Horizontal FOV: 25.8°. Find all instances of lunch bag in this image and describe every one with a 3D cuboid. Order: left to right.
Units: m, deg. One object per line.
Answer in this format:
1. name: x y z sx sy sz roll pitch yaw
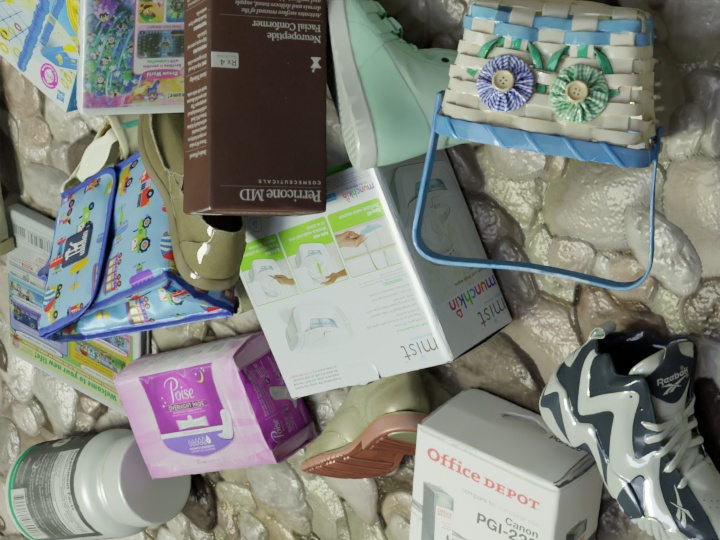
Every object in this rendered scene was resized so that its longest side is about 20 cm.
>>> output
1. lunch bag: -0.213 -0.020 1.427 0.199 0.094 0.151 -17 59 32

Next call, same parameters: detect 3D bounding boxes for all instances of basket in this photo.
1. basket: 0.129 -0.093 1.120 0.175 0.139 0.201 7 108 13

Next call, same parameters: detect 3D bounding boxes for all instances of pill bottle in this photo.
1. pill bottle: -0.277 0.228 1.659 0.199 0.113 0.114 -13 101 43

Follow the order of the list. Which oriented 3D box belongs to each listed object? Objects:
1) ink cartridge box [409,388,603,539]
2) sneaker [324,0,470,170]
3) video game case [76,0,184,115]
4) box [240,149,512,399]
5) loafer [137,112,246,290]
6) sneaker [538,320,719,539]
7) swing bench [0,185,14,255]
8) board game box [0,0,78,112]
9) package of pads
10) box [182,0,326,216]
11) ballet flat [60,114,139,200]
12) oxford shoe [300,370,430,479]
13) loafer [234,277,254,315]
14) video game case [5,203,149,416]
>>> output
1. ink cartridge box: 0.120 0.222 1.334 0.145 0.085 0.201 21 121 32
2. sneaker: 0.032 -0.171 1.243 0.074 0.118 0.201 99 160 -60
3. video game case: -0.130 -0.215 1.279 0.024 0.199 0.183 -121 33 -53
4. box: 0.000 0.000 1.323 0.199 0.097 0.177 -18 98 44
5. loafer: -0.131 -0.079 1.312 0.067 0.076 0.201 -50 51 43
6. sneaker: 0.233 0.117 1.188 0.199 0.079 0.130 48 143 26
7. swing bench: -0.478 -0.114 1.645 0.199 0.129 0.200 15 117 43
8. board game box: -0.300 -0.287 1.475 0.200 0.056 0.196 40 131 20
9. package of pads: -0.146 0.131 1.526 0.199 0.076 0.121 -14 102 44
10. box: -0.083 -0.144 1.227 0.075 0.100 0.201 -178 88 -67
11. ballet flat: -0.256 -0.089 1.524 0.070 0.069 0.200 50 134 11
12. oxford shoe: 0.007 0.140 1.420 0.200 0.070 0.074 -33 51 52
13. loafer: -0.153 0.000 1.474 0.199 0.068 0.076 5 113 39
14. video game case: -0.298 0.043 1.654 0.199 0.022 0.183 23 123 30
